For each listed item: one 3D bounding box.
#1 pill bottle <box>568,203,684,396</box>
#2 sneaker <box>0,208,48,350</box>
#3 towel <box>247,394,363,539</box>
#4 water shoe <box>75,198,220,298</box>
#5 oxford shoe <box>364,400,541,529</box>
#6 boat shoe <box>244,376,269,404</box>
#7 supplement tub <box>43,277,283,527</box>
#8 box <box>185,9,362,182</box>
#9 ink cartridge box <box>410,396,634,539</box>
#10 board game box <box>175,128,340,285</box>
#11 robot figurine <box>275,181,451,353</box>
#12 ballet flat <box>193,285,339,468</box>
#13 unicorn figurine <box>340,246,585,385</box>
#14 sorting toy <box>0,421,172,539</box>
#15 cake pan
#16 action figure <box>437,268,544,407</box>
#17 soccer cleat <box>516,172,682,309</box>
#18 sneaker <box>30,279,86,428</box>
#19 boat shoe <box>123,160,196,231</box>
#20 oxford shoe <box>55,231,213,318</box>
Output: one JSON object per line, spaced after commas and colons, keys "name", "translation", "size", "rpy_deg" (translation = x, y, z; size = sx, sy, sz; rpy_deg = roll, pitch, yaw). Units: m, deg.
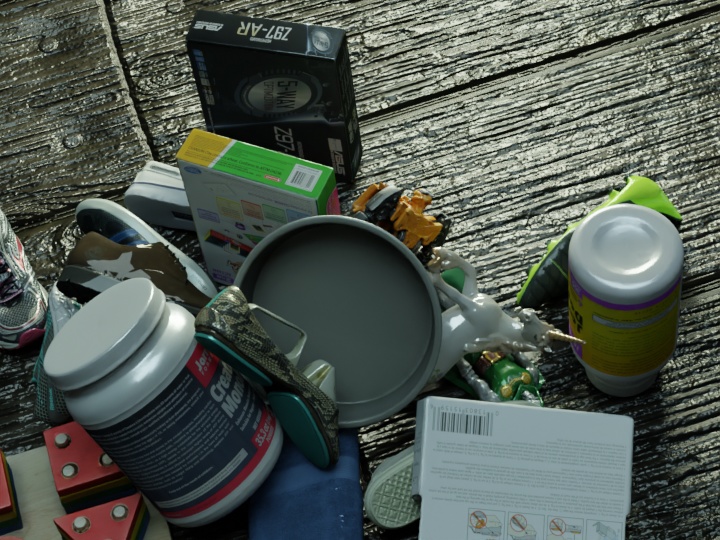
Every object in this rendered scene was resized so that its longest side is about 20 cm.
{"name": "pill bottle", "translation": [0.245, 0.035, 1.673], "size": [0.104, 0.200, 0.105], "rpy_deg": [-3, 54, 5]}
{"name": "sneaker", "translation": [-0.379, -0.001, 1.849], "size": [0.080, 0.075, 0.200], "rpy_deg": [-27, 57, -12]}
{"name": "towel", "translation": [-0.050, 0.211, 1.666], "size": [0.111, 0.049, 0.201], "rpy_deg": [-17, 50, 16]}
{"name": "water shoe", "translation": [-0.234, -0.003, 1.836], "size": [0.200, 0.072, 0.079], "rpy_deg": [32, 66, 26]}
{"name": "oxford shoe", "translation": [0.087, 0.177, 1.679], "size": [0.199, 0.058, 0.075], "rpy_deg": [-27, 95, -13]}
{"name": "boat shoe", "translation": [-0.152, 0.110, 1.740], "size": [0.199, 0.075, 0.069], "rpy_deg": [1, 39, 21]}
{"name": "supplement tub", "translation": [-0.176, 0.120, 1.621], "size": [0.140, 0.200, 0.141], "rpy_deg": [-30, 26, 16]}
{"name": "box", "translation": [-0.086, -0.179, 1.864], "size": [0.159, 0.200, 0.044], "rpy_deg": [9, 56, 12]}
{"name": "ink cartridge box", "translation": [0.145, 0.211, 1.628], "size": [0.199, 0.044, 0.175], "rpy_deg": [7, 79, -9]}
{"name": "board game box", "translation": [-0.091, -0.043, 1.768], "size": [0.152, 0.200, 0.040], "rpy_deg": [17, 58, 17]}
{"name": "robot figurine", "translation": [0.000, 0.000, 1.719], "size": [0.058, 0.145, 0.200], "rpy_deg": [41, 99, 35]}
{"name": "ballet flat", "translation": [-0.066, 0.089, 1.604], "size": [0.068, 0.200, 0.075], "rpy_deg": [3, 50, 54]}
{"name": "unicorn figurine", "translation": [0.091, 0.052, 1.690], "size": [0.200, 0.138, 0.074], "rpy_deg": [-34, 15, 19]}
{"name": "sorting toy", "translation": [-0.283, 0.238, 1.671], "size": [0.199, 0.070, 0.199], "rpy_deg": [-16, 55, -6]}
{"name": "cake pan", "translation": [-0.021, 0.044, 1.646], "size": [0.199, 0.201, 0.037], "rpy_deg": [5, 15, 10]}
{"name": "action figure", "translation": [0.113, 0.075, 1.755], "size": [0.118, 0.055, 0.200], "rpy_deg": [-33, 62, -20]}
{"name": "soccer cleat", "translation": [0.240, -0.018, 1.799], "size": [0.200, 0.068, 0.081], "rpy_deg": [-39, 72, -20]}
{"name": "sneaker", "translation": [-0.292, 0.082, 1.768], "size": [0.091, 0.077, 0.200], "rpy_deg": [-51, 21, 18]}
{"name": "boat shoe", "translation": [-0.147, -0.075, 1.881], "size": [0.199, 0.071, 0.070], "rpy_deg": [12, 59, 22]}
{"name": "oxford shoe", "translation": [-0.189, 0.013, 1.757], "size": [0.199, 0.073, 0.085], "rpy_deg": [22, 66, -5]}
